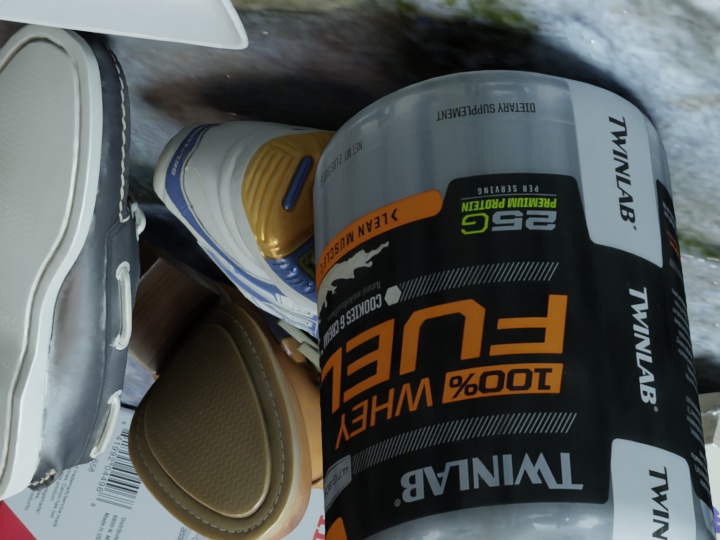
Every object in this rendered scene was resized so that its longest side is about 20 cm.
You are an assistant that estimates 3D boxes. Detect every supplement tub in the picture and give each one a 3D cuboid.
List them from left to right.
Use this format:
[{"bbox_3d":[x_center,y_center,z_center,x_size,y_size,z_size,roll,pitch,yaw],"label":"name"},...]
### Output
[{"bbox_3d":[0.048,0.047,0.668,0.122,0.200,0.123,-3,152,-1],"label":"supplement tub"}]

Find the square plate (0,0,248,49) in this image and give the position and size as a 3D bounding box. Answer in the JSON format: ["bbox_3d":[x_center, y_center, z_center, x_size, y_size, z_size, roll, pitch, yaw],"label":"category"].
[{"bbox_3d":[-0.145,-0.142,0.636,0.198,0.028,0.200,10,156,18],"label":"square plate"}]

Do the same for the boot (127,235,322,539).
[{"bbox_3d":[-0.034,0.073,0.887,0.155,0.077,0.200,39,-178,-38],"label":"boot"}]

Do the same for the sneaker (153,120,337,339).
[{"bbox_3d":[0.000,0.000,0.815,0.088,0.075,0.200,18,159,43],"label":"sneaker"}]

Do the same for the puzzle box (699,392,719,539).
[{"bbox_3d":[0.173,0.113,0.927,0.200,0.025,0.133,34,153,-31],"label":"puzzle box"}]

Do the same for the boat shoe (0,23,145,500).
[{"bbox_3d":[-0.114,-0.003,0.802,0.060,0.200,0.074,-15,-146,-43],"label":"boat shoe"}]

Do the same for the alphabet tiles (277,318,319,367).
[{"bbox_3d":[0.047,0.084,0.894,0.166,0.006,0.200,39,-179,28],"label":"alphabet tiles"}]

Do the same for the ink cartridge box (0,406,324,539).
[{"bbox_3d":[-0.098,0.165,1.141,0.200,0.144,0.084,14,158,11],"label":"ink cartridge box"}]
